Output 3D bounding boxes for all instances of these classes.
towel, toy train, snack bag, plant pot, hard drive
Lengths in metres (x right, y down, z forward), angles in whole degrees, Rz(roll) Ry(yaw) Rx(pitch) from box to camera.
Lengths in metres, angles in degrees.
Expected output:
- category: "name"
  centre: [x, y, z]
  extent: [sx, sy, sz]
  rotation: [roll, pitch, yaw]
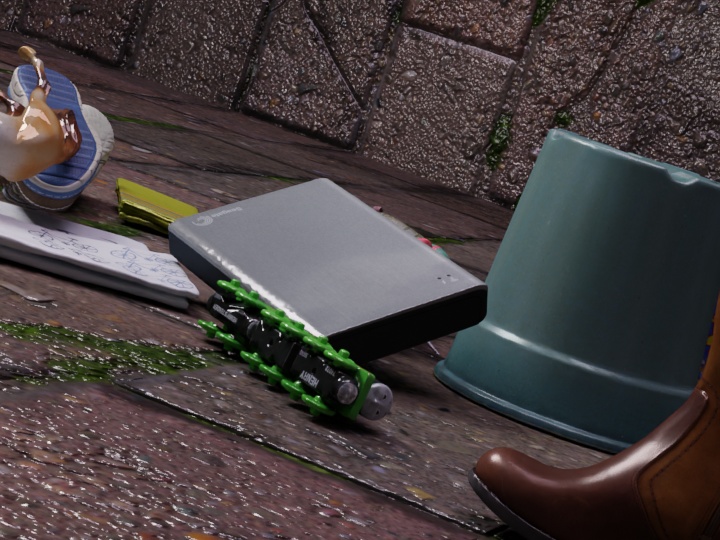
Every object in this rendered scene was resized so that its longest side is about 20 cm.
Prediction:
- category: "towel"
  centre: [-0.180, -0.052, 1.800]
  extent: [0.085, 0.018, 0.200]
  rotation: [23, 5, -11]
- category: "toy train"
  centre: [-0.041, 0.051, 1.230]
  extent: [0.056, 0.042, 0.200]
  rotation: [27, 1, -31]
- category: "snack bag"
  centre: [-0.218, -0.023, 1.427]
  extent: [0.187, 0.022, 0.200]
  rotation: [16, 7, -16]
- category: "plant pot"
  centre: [0.176, 0.012, 1.451]
  extent: [0.198, 0.198, 0.200]
  rotation: [18, 6, -2]
- category: "hard drive"
  centre: [-0.026, 0.000, 1.392]
  extent: [0.139, 0.033, 0.200]
  rotation: [-18, 33, -30]

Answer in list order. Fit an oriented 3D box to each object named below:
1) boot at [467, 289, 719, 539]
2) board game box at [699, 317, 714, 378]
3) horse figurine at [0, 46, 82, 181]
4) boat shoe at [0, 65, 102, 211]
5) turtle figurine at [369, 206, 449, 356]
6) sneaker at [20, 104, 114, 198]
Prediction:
- category: "boot"
  centre: [0.166, 0.060, 1.003]
  extent: [0.187, 0.202, 0.068]
  rotation: [21, 7, 22]
- category: "board game box"
  centre: [0.329, 0.016, 1.813]
  extent: [0.044, 0.202, 0.134]
  rotation: [17, 6, 1]
- category: "horse figurine"
  centre: [-0.271, -0.104, 1.423]
  extent: [0.199, 0.050, 0.133]
  rotation: [1, 50, -40]
- category: "boat shoe"
  centre: [-0.243, -0.087, 1.550]
  extent: [0.072, 0.073, 0.200]
  rotation: [13, 25, -16]
- category: "turtle figurine"
  centre: [0.000, 0.000, 1.533]
  extent: [0.199, 0.102, 0.149]
  rotation: [15, 5, 28]
- category: "sneaker"
  centre: [-0.265, -0.088, 1.710]
  extent: [0.072, 0.072, 0.200]
  rotation: [45, 18, -4]
